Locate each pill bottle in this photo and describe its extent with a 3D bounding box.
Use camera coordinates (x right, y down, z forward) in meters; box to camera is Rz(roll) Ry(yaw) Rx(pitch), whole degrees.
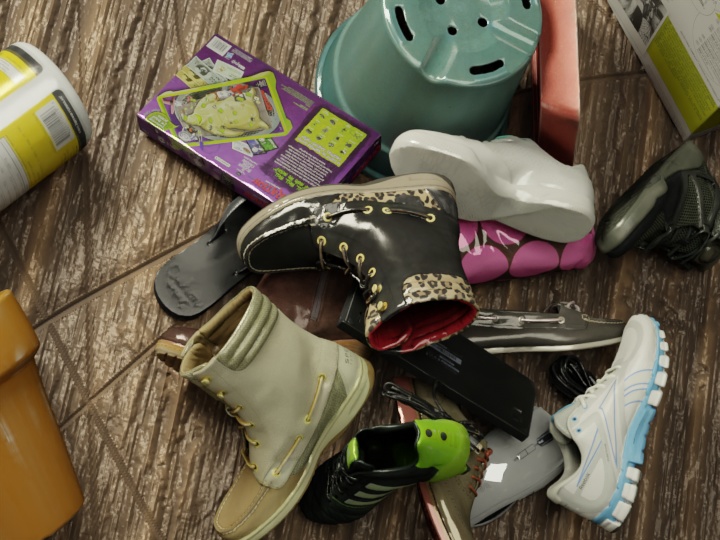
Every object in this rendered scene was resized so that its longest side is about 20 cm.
[{"bbox_3d":[-0.343,-0.103,1.405,0.200,0.112,0.112,-40,85,-20],"label":"pill bottle"}]

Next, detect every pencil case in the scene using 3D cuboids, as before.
[{"bbox_3d":[0.118,-0.036,1.500,0.198,0.091,0.095,-5,72,-16],"label":"pencil case"}]

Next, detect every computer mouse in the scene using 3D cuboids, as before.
[{"bbox_3d":[0.158,0.165,1.468,0.199,0.044,0.110,-33,84,-19],"label":"computer mouse"}]

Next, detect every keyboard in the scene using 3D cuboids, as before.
[{"bbox_3d":[0.065,0.092,1.400,0.199,0.021,0.128,32,38,-9],"label":"keyboard"}]

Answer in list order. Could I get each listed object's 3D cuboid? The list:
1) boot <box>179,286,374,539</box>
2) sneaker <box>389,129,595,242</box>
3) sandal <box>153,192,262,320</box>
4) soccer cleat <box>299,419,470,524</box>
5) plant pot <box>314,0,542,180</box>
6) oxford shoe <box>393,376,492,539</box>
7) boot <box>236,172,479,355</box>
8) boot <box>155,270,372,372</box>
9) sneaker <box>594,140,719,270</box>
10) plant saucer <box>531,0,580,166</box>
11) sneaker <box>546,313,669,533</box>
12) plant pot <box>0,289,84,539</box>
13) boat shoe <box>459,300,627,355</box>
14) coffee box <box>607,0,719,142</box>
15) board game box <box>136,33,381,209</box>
[{"bbox_3d":[-0.099,0.126,1.359,0.154,0.072,0.201,35,92,-32],"label":"boot"},{"bbox_3d":[0.119,-0.093,1.447,0.198,0.075,0.089,19,52,-15],"label":"sneaker"},{"bbox_3d":[-0.106,-0.032,1.471,0.076,0.043,0.200,41,70,2],"label":"sandal"},{"bbox_3d":[0.006,0.165,1.359,0.081,0.199,0.068,21,54,-39],"label":"soccer cleat"},{"bbox_3d":[0.070,-0.200,1.480,0.198,0.196,0.202,3,73,-11],"label":"plant pot"},{"bbox_3d":[0.083,0.176,1.404,0.074,0.071,0.202,-14,64,-1],"label":"oxford shoe"},{"bbox_3d":[0.000,0.000,1.362,0.198,0.074,0.151,-11,49,-5],"label":"boot"},{"bbox_3d":[-0.080,0.026,1.443,0.198,0.072,0.168,12,74,-19],"label":"boot"},{"bbox_3d":[0.298,-0.042,1.518,0.115,0.076,0.199,53,38,2],"label":"sneaker"},{"bbox_3d":[0.181,-0.198,1.509,0.036,0.200,0.202,-2,73,4],"label":"plant saucer"},{"bbox_3d":[0.218,0.127,1.437,0.086,0.075,0.202,19,71,-5],"label":"sneaker"},{"bbox_3d":[-0.325,0.146,1.304,0.199,0.200,0.184,-33,99,-19],"label":"plant pot"},{"bbox_3d":[0.157,0.048,1.489,0.198,0.067,0.058,-4,89,-11],"label":"boat shoe"},{"bbox_3d":[0.388,-0.277,1.570,0.198,0.198,0.201,-22,79,-17],"label":"coffee box"},{"bbox_3d":[-0.094,-0.128,1.479,0.199,0.032,0.120,33,61,18],"label":"board game box"}]
